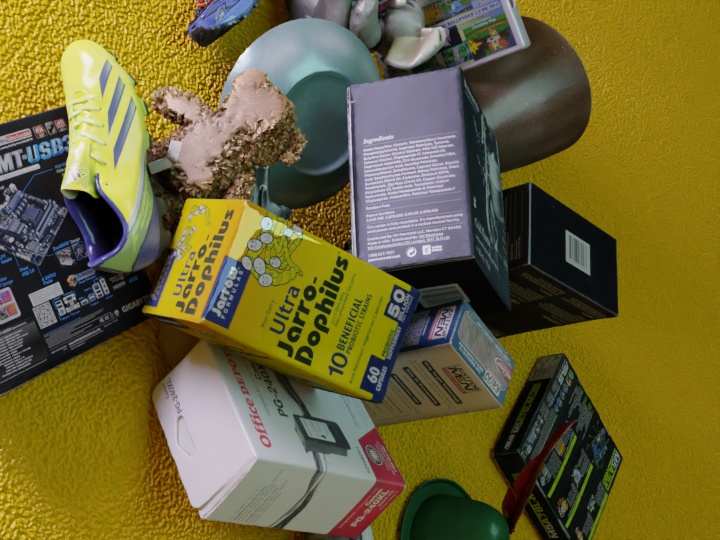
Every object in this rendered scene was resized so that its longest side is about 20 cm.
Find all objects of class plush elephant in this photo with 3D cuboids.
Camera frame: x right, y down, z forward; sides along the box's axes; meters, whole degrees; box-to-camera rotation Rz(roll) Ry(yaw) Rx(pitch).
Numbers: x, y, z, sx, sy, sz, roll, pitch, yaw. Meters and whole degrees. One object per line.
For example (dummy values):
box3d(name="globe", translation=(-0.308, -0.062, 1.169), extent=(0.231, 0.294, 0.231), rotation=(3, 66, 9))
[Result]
box3d(name="plush elephant", translation=(0.009, -0.286, 1.296), extent=(0.154, 0.165, 0.201), rotation=(-20, 119, -25))

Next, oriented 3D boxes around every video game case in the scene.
box3d(name="video game case", translation=(0.083, -0.316, 1.366), extent=(0.022, 0.200, 0.183), rotation=(-33, 104, -47))

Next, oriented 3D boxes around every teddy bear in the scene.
box3d(name="teddy bear", translation=(-0.148, -0.096, 1.064), extent=(0.145, 0.067, 0.200), rotation=(34, 76, 10))

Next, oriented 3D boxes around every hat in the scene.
box3d(name="hat", translation=(0.156, 0.296, 1.281), extent=(0.165, 0.176, 0.201), rotation=(-27, 100, -51))

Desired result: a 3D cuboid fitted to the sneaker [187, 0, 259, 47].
box3d(name="sneaker", translation=(-0.145, -0.306, 1.200), extent=(0.078, 0.075, 0.200), rotation=(36, 44, -27))

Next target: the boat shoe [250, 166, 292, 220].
box3d(name="boat shoe", translation=(-0.099, -0.060, 1.139), extent=(0.066, 0.070, 0.201), rotation=(-5, 90, -9))

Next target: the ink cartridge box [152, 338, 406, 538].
box3d(name="ink cartridge box", translation=(-0.074, 0.156, 1.074), extent=(0.200, 0.083, 0.145), rotation=(21, 30, -46))

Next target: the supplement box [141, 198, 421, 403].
box3d(name="supplement box", translation=(-0.065, 0.027, 1.013), extent=(0.200, 0.109, 0.109), rotation=(27, 77, -33))

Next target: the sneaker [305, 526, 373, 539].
box3d(name="sneaker", translation=(-0.049, 0.299, 1.111), extent=(0.114, 0.075, 0.201), rotation=(22, 63, -46))

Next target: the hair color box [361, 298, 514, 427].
box3d(name="hair color box", translation=(0.044, 0.100, 1.189), extent=(0.100, 0.200, 0.061), rotation=(49, 45, -29))

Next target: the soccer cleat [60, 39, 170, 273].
box3d(name="soccer cleat", translation=(-0.216, -0.095, 0.970), extent=(0.084, 0.065, 0.201), rotation=(-14, 89, -51))

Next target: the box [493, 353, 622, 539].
box3d(name="box", translation=(0.263, 0.243, 1.536), extent=(0.194, 0.047, 0.200), rotation=(60, 40, -22))

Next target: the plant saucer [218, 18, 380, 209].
box3d(name="plant saucer", translation=(-0.050, -0.154, 1.201), extent=(0.200, 0.039, 0.202), rotation=(-15, 118, -30))

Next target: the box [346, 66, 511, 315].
box3d(name="box", translation=(0.072, -0.068, 1.189), extent=(0.200, 0.123, 0.197), rotation=(44, 40, -66))

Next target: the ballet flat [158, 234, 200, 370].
box3d(name="ballet flat", translation=(-0.152, 0.002, 1.090), extent=(0.069, 0.063, 0.201), rotation=(7, 73, -49))

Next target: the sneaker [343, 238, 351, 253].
box3d(name="sneaker", translation=(0.000, 0.000, 1.276), extent=(0.200, 0.071, 0.080), rotation=(-38, 107, -58))

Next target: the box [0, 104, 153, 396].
box3d(name="box", translation=(-0.275, -0.019, 0.956), extent=(0.200, 0.050, 0.199), rotation=(-32, 101, -52))

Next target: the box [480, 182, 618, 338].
box3d(name="box", translation=(0.180, -0.006, 1.403), extent=(0.200, 0.182, 0.105), rotation=(26, 59, -44))

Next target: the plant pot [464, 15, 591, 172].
box3d(name="plant pot", translation=(0.152, -0.193, 1.451), extent=(0.200, 0.187, 0.187), rotation=(-33, 105, -36))
